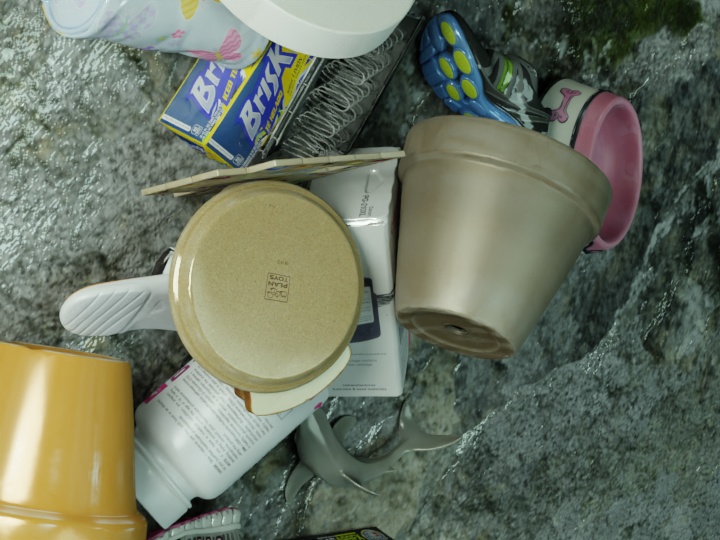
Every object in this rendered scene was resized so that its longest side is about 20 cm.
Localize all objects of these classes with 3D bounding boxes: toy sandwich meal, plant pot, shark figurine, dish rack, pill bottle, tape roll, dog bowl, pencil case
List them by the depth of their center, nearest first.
[{"bbox_3d":[-0.163,-0.216,1.369,0.200,0.091,0.083,4,73,-48],"label":"pencil case"},{"bbox_3d":[-0.046,-0.265,1.395,0.203,0.203,0.037,-18,159,-40],"label":"tape roll"},{"bbox_3d":[-0.268,0.156,1.402,0.200,0.200,0.184,12,87,-49],"label":"plant pot"},{"bbox_3d":[-0.084,0.020,1.476,0.205,0.070,0.206,0,89,-27],"label":"toy sandwich meal"},{"bbox_3d":[-0.019,-0.163,1.496,0.154,0.054,0.200,-61,174,20],"label":"dish rack"},{"bbox_3d":[0.111,-0.020,1.537,0.200,0.200,0.174,43,62,-49],"label":"plant pot"},{"bbox_3d":[-0.138,0.140,1.566,0.200,0.113,0.113,-41,137,-10],"label":"pill bottle"},{"bbox_3d":[0.007,0.210,1.795,0.214,0.089,0.128,9,105,-47],"label":"shark figurine"},{"bbox_3d":[0.247,-0.109,1.833,0.200,0.074,0.201,-22,115,-58],"label":"dog bowl"}]

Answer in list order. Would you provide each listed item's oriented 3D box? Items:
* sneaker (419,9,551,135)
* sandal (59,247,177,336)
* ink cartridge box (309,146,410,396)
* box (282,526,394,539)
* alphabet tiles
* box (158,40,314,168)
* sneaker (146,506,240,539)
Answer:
[{"bbox_3d":[0.129,-0.195,1.703,0.200,0.071,0.083,44,61,-35],"label":"sneaker"},{"bbox_3d":[-0.179,0.011,1.497,0.206,0.059,0.079,-2,139,-39],"label":"sandal"},{"bbox_3d":[0.000,0.000,1.617,0.145,0.084,0.200,-80,167,-56],"label":"ink cartridge box"},{"bbox_3d":[-0.050,0.390,1.866,0.160,0.044,0.200,0,111,-48],"label":"box"},{"bbox_3d":[-0.086,-0.083,1.472,0.200,0.167,0.008,-8,88,-48],"label":"alphabet tiles"},{"bbox_3d":[-0.088,-0.190,1.478,0.200,0.070,0.064,-58,141,-5],"label":"box"},{"bbox_3d":[-0.171,0.286,1.611,0.200,0.074,0.088,-8,79,-62],"label":"sneaker"}]
